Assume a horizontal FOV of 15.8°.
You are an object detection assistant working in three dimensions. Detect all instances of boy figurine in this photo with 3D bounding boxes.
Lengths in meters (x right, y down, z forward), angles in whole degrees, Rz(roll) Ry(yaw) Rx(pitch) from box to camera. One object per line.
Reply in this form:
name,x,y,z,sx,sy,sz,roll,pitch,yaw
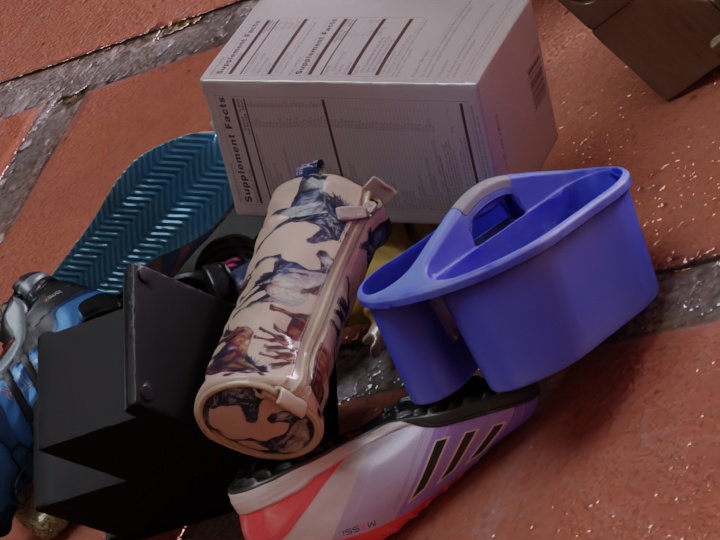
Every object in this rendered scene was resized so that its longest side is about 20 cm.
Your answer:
boy figurine,0.000,0.000,1.729,0.199,0.065,0.125,-22,62,-7

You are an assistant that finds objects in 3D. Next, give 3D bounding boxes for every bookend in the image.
bookend,-0.149,0.091,1.643,0.199,0.198,0.093,-20,62,33

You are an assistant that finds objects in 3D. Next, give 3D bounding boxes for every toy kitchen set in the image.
toy kitchen set,0.214,-0.209,1.657,0.200,0.180,0.164,-36,26,33

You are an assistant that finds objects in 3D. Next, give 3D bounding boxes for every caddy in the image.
caddy,0.088,-0.003,1.557,0.141,0.106,0.200,-13,15,43

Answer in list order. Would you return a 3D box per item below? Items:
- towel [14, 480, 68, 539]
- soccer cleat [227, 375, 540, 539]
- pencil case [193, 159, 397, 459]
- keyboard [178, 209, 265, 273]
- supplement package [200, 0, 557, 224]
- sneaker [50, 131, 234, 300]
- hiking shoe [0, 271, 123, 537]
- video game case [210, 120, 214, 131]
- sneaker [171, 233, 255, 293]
towel,-0.216,0.114,1.881,0.148,0.037,0.200,-44,28,-7
soccer cleat,0.021,0.123,1.568,0.199,0.074,0.068,-22,9,-5
pencil case,-0.039,0.026,1.574,0.089,0.078,0.201,-44,20,44
keyboard,-0.086,-0.059,1.997,0.104,0.040,0.200,24,62,34
supplement package,0.013,-0.107,1.707,0.199,0.114,0.110,4,37,25
sneaker,-0.152,-0.029,1.884,0.200,0.077,0.081,-44,-6,17
hiking shoe,-0.222,0.093,1.799,0.086,0.074,0.201,6,67,18
video game case,-0.017,-0.183,1.947,0.182,0.022,0.200,-39,6,23
sneaker,-0.100,0.021,1.822,0.073,0.088,0.200,-30,29,16
